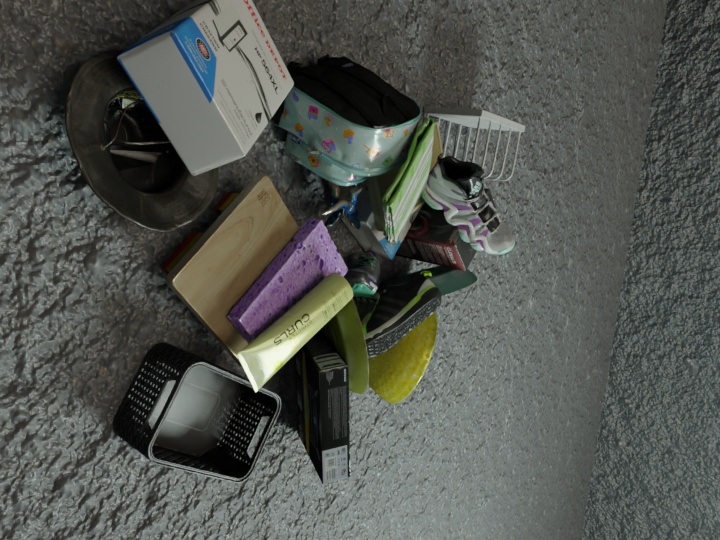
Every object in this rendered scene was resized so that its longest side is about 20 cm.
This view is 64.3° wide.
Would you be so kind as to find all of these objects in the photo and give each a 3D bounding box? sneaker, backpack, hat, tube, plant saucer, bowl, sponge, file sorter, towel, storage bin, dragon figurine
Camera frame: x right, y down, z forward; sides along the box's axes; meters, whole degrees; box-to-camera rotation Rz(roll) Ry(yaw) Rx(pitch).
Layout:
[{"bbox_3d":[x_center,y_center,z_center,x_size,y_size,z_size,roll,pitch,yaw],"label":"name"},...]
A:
[{"bbox_3d":[0.196,-0.120,0.974,0.078,0.199,0.140,-48,171,-24],"label":"sneaker"},{"bbox_3d":[-0.013,-0.218,0.860,0.175,0.198,0.156,-30,140,-44],"label":"backpack"},{"bbox_3d":[0.000,0.000,1.018,0.200,0.073,0.089,65,33,-79],"label":"sneaker"},{"bbox_3d":[-0.264,-0.142,0.666,0.199,0.080,0.205,12,75,-53],"label":"hat"},{"bbox_3d":[-0.090,0.082,0.821,0.200,0.052,0.058,-42,93,-30],"label":"tube"},{"bbox_3d":[-0.037,0.110,0.954,0.031,0.200,0.204,-13,114,-19],"label":"plant saucer"},{"bbox_3d":[0.050,0.138,1.093,0.106,0.200,0.203,26,79,-15],"label":"bowl"},{"bbox_3d":[0.052,0.075,1.009,0.198,0.083,0.072,-34,149,-5],"label":"sneaker"},{"bbox_3d":[0.130,0.023,1.127,0.198,0.198,0.037,-20,97,-46],"label":"plant saucer"},{"bbox_3d":[-0.101,0.030,0.850,0.201,0.029,0.112,-53,137,-28],"label":"sponge"},{"bbox_3d":[0.233,-0.263,1.207,0.198,0.137,0.127,-4,107,-50],"label":"file sorter"},{"bbox_3d":[0.072,-0.134,0.898,0.200,0.030,0.151,71,44,-76],"label":"towel"},{"bbox_3d":[-0.223,0.204,0.810,0.200,0.093,0.137,40,70,-48],"label":"storage bin"},{"bbox_3d":[-0.026,-0.098,0.912,0.201,0.058,0.101,-85,180,-59],"label":"dragon figurine"}]

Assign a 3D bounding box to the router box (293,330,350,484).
[{"bbox_3d":[-0.067,0.220,0.956,0.051,0.157,0.204,-7,109,-20],"label":"router box"}]

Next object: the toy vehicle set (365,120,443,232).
[{"bbox_3d":[0.086,-0.172,1.029,0.199,0.026,0.126,-40,128,-36],"label":"toy vehicle set"}]

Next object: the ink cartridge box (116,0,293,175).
[{"bbox_3d":[-0.169,-0.234,0.678,0.147,0.083,0.202,61,29,-32],"label":"ink cartridge box"}]

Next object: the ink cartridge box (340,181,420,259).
[{"bbox_3d":[0.058,-0.139,1.078,0.202,0.066,0.116,-60,138,-20],"label":"ink cartridge box"}]

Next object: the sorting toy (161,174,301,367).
[{"bbox_3d":[-0.171,0.000,0.832,0.201,0.069,0.200,-55,137,-26],"label":"sorting toy"}]

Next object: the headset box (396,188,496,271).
[{"bbox_3d":[0.162,-0.091,1.117,0.150,0.198,0.075,-55,137,-23],"label":"headset box"}]
